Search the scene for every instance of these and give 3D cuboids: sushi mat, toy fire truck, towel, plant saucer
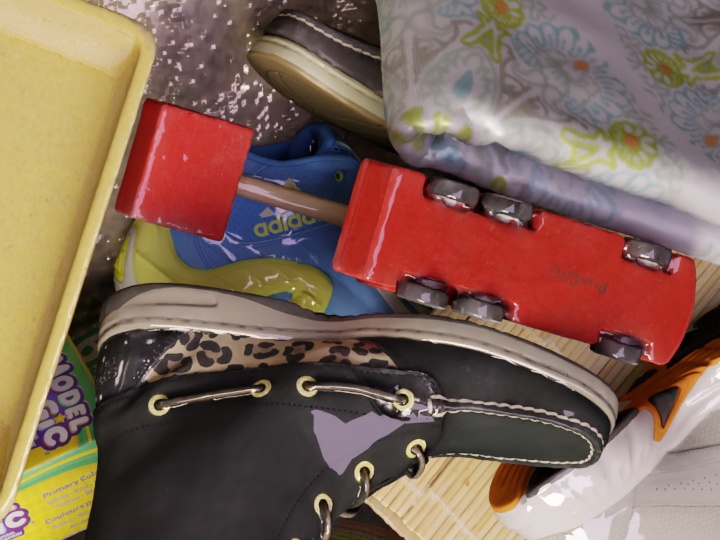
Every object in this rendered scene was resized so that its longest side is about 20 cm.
[{"bbox_3d":[0.076,0.034,1.134,0.096,0.012,0.200,44,74,-9],"label":"sushi mat"},{"bbox_3d":[0.018,-0.014,1.075,0.200,0.141,0.049,16,91,-27],"label":"toy fire truck"},{"bbox_3d":[0.096,-0.091,1.117,0.200,0.171,0.048,17,133,-23],"label":"towel"},{"bbox_3d":[-0.182,-0.031,1.054,0.200,0.048,0.200,22,101,19],"label":"plant saucer"}]

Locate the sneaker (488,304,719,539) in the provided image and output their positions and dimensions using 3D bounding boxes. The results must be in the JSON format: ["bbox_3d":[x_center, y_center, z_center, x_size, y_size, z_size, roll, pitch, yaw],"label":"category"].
[{"bbox_3d":[0.150,0.076,1.118,0.200,0.076,0.092,-32,103,-15],"label":"sneaker"}]

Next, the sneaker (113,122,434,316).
[{"bbox_3d":[0.000,0.000,1.158,0.200,0.076,0.105,19,98,-23],"label":"sneaker"}]

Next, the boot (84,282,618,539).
[{"bbox_3d":[-0.011,0.093,1.018,0.203,0.074,0.154,10,61,1],"label":"boot"}]

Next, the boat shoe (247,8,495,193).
[{"bbox_3d":[0.043,-0.074,1.157,0.201,0.072,0.066,25,88,-31],"label":"boat shoe"}]

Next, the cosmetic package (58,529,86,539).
[{"bbox_3d":[-0.083,0.207,1.106,0.087,0.103,0.200,-13,122,-17],"label":"cosmetic package"}]

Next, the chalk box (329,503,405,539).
[{"bbox_3d":[0.038,0.166,1.195,0.200,0.124,0.124,-8,108,-16],"label":"chalk box"}]

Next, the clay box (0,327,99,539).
[{"bbox_3d":[-0.175,0.076,1.094,0.200,0.115,0.048,-25,130,-11],"label":"clay box"}]
